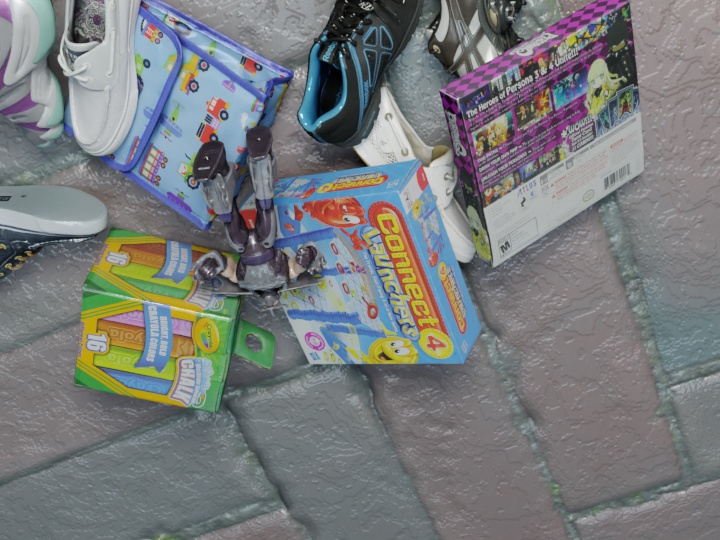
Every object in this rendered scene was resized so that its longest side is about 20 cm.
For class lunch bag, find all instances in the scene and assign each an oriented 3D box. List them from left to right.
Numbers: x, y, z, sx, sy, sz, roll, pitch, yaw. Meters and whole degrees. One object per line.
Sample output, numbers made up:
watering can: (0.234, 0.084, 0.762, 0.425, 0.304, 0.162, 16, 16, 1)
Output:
lunch bag: (-0.187, -0.164, 0.894, 0.198, 0.094, 0.152, 31, 117, 0)

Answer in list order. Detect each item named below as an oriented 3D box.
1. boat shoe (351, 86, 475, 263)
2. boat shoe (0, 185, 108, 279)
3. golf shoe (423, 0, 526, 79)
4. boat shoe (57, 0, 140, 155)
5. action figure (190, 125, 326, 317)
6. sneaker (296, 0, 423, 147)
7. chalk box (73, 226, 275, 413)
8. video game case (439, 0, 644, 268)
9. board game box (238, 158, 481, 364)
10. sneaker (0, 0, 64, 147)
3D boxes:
boat shoe: (0.066, -0.093, 0.927, 0.069, 0.071, 0.200, -35, 112, 21)
boat shoe: (-0.352, -0.034, 0.969, 0.195, 0.071, 0.093, 5, 121, 5)
golf shoe: (0.108, -0.203, 0.877, 0.092, 0.078, 0.204, 6, 123, 23)
boat shoe: (-0.233, -0.198, 0.824, 0.071, 0.068, 0.204, 25, 113, 17)
action figure: (-0.100, -0.029, 0.872, 0.127, 0.070, 0.203, -12, 131, -3)
sneaker: (0.000, -0.208, 0.835, 0.072, 0.082, 0.204, 21, 103, 23)
chalk box: (-0.185, 0.056, 0.983, 0.195, 0.126, 0.126, 11, 120, -7)
video game case: (0.175, -0.127, 0.867, 0.198, 0.036, 0.184, -31, 128, -16)
board game box: (0.000, 0.000, 0.943, 0.192, 0.056, 0.203, -4, 123, 34)
sneaker: (-0.341, -0.174, 0.831, 0.138, 0.078, 0.202, -19, 151, -24)
